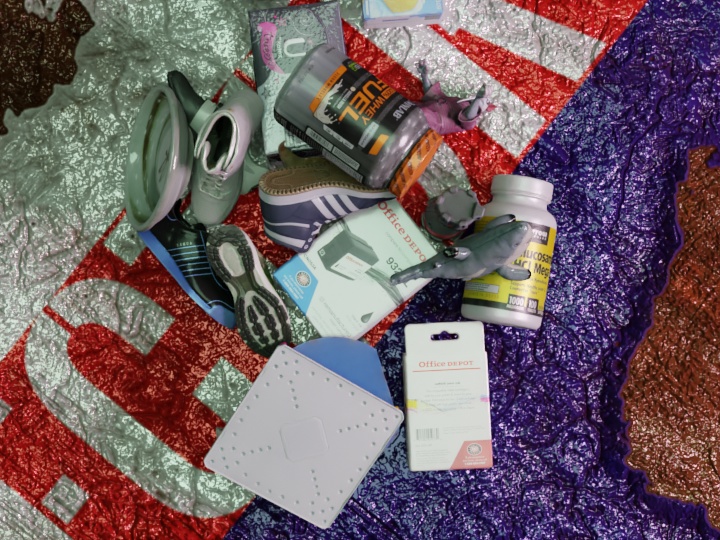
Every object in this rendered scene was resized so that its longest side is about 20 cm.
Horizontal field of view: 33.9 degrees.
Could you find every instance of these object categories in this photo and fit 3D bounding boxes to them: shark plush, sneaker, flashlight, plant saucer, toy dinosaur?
[{"bbox_3d":[0.132,-0.028,1.549,0.199,0.083,0.091,-6,82,21],"label":"shark plush"},{"bbox_3d":[-0.039,-0.085,1.584,0.199,0.109,0.070,-5,43,-11],"label":"sneaker"},{"bbox_3d":[0.118,-0.078,1.585,0.068,0.200,0.068,-31,86,-1],"label":"flashlight"},{"bbox_3d":[-0.195,-0.136,1.562,0.073,0.116,0.201,23,116,5],"label":"sneaker"},{"bbox_3d":[-0.197,-0.201,1.657,0.088,0.074,0.201,-31,99,-3],"label":"sneaker"},{"bbox_3d":[-0.223,-0.012,1.647,0.078,0.070,0.200,-42,88,3],"label":"sneaker"},{"bbox_3d":[-0.268,-0.149,1.608,0.050,0.200,0.201,8,87,-27],"label":"plant saucer"},{"bbox_3d":[-0.089,-0.129,1.620,0.101,0.200,0.058,-31,55,15],"label":"toy dinosaur"},{"bbox_3d":[-0.143,0.023,1.638,0.077,0.089,0.201,-18,103,12],"label":"sneaker"}]

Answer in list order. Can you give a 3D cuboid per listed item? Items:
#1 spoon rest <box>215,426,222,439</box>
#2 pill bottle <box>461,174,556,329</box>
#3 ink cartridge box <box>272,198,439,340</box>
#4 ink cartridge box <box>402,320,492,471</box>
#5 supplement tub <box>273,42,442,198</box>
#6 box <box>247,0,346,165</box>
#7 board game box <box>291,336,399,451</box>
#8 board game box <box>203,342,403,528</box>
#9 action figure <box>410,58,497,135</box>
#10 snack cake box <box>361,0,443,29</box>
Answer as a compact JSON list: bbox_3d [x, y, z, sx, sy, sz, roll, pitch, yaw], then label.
[{"bbox_3d":[-0.103,0.226,1.640,0.199,0.061,0.100,-9,87,0],"label":"spoon rest"},{"bbox_3d":[0.208,-0.026,1.625,0.112,0.112,0.201,9,87,0],"label":"pill bottle"},{"bbox_3d":[0.000,0.000,1.638,0.200,0.084,0.145,-38,87,-2],"label":"ink cartridge box"},{"bbox_3d":[0.118,0.171,1.639,0.116,0.067,0.201,-2,89,0],"label":"ink cartridge box"},{"bbox_3d":[-0.001,-0.188,1.511,0.200,0.123,0.123,35,88,5],"label":"supplement tub"},{"bbox_3d":[-0.080,-0.257,1.636,0.131,0.115,0.201,-7,87,-1],"label":"box"},{"bbox_3d":[-0.039,0.177,1.610,0.157,0.039,0.201,-18,109,-1],"label":"board game box"},{"bbox_3d":[-0.076,0.221,1.584,0.200,0.026,0.200,31,102,-14],"label":"board game box"},{"bbox_3d":[0.106,-0.206,1.640,0.199,0.134,0.150,-11,122,-25],"label":"action figure"},{"bbox_3d":[0.053,-0.449,1.669,0.114,0.067,0.201,-5,87,1],"label":"snack cake box"}]
